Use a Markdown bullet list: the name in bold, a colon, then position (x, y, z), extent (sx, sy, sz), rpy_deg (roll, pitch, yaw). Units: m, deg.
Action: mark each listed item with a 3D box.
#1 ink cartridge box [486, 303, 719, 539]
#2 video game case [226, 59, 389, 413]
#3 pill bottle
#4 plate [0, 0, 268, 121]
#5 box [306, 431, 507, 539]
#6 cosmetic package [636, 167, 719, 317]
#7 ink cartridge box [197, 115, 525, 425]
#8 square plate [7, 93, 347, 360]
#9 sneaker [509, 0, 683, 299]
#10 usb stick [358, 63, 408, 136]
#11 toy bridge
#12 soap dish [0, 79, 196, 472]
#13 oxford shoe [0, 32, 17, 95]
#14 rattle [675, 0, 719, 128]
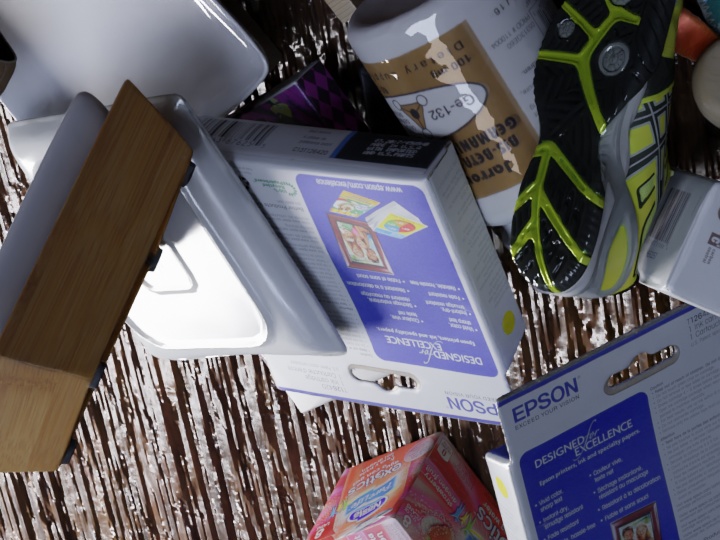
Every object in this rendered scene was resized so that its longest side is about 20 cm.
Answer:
- **ink cartridge box**: position (0.176, 0.114, 1.426), extent (0.047, 0.197, 0.200), rpy_deg (34, 145, 57)
- **video game case**: position (-0.032, -0.017, 1.500), extent (0.181, 0.036, 0.200), rpy_deg (-26, 104, 44)
- **pill bottle**: position (0.089, -0.090, 1.368), extent (0.114, 0.114, 0.200), rpy_deg (-21, 112, 34)
- **plate**: position (-0.164, -0.154, 1.471), extent (0.200, 0.032, 0.200), rpy_deg (50, 132, 2)
- **box**: position (0.062, 0.227, 1.612), extent (0.095, 0.103, 0.200), rpy_deg (-25, 111, 35)
- **cosmetic package**: position (0.262, 0.012, 1.327), extent (0.200, 0.102, 0.074), rpy_deg (24, 94, -10)
- **ink cartridge box**: position (0.000, 0.000, 1.419), extent (0.197, 0.047, 0.200), rpy_deg (7, 137, 36)
- **square plate**: position (-0.124, -0.016, 1.459), extent (0.198, 0.028, 0.200), rpy_deg (-4, 125, 50)
- **sneaker**: position (0.141, -0.081, 1.302), extent (0.075, 0.076, 0.200), rpy_deg (17, 90, 42)
- **usb stick**: position (0.037, -0.051, 1.474), extent (0.055, 0.033, 0.200), rpy_deg (3, 123, 19)
- **toy bridge**: position (-0.079, -0.151, 1.458), extent (0.200, 0.027, 0.067), rpy_deg (-30, 106, 38)
- **soap dish**: position (-0.169, 0.010, 1.342), extent (0.081, 0.200, 0.157), rpy_deg (24, 147, -3)
- **oxford shoe**: position (-0.278, -0.192, 1.478), extent (0.084, 0.073, 0.200), rpy_deg (-39, 80, 26)
- **rattle**: position (0.256, -0.097, 1.344), extent (0.200, 0.143, 0.130), rpy_deg (24, 99, 27)
